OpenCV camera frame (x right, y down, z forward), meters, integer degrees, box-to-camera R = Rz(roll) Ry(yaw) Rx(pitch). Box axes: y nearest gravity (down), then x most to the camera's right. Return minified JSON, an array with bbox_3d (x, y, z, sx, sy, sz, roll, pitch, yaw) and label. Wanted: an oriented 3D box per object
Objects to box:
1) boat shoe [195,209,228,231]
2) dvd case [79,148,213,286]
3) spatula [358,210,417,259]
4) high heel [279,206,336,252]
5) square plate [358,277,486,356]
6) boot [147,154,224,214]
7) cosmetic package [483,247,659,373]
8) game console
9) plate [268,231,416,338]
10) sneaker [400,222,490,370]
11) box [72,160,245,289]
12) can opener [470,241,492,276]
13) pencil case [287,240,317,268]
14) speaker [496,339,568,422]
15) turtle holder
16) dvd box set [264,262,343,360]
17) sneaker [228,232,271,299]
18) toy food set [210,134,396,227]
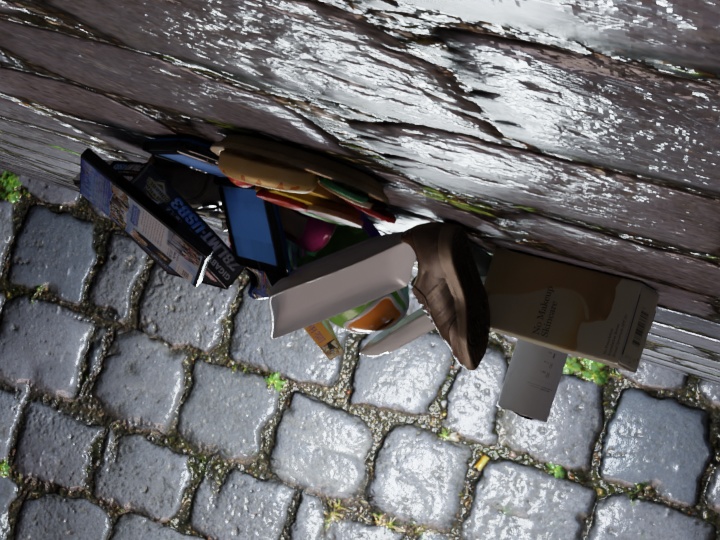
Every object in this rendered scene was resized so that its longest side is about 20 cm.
[{"bbox_3d":[-0.206,-0.091,2.014,0.199,0.064,0.071,18,177,-6],"label":"boat shoe"},{"bbox_3d":[-0.273,-0.064,1.561,0.200,0.018,0.143,39,159,0],"label":"dvd case"},{"bbox_3d":[0.066,-0.016,1.594,0.200,0.021,0.057,35,170,-5],"label":"spatula"},{"bbox_3d":[-0.100,-0.074,1.718,0.096,0.068,0.200,28,170,-20],"label":"high heel"},{"bbox_3d":[0.105,0.060,1.734,0.029,0.199,0.198,60,-166,1],"label":"square plate"},{"bbox_3d":[-0.233,-0.112,1.738,0.146,0.071,0.200,16,178,-16],"label":"boot"},{"bbox_3d":[0.248,0.046,1.498,0.199,0.106,0.071,14,174,33],"label":"cosmetic package"},{"bbox_3d":[-0.175,-0.079,1.484,0.170,0.119,0.200,18,177,-25],"label":"game console"},{"bbox_3d":[-0.026,0.013,1.539,0.199,0.032,0.200,-22,165,-10],"label":"plate"},{"bbox_3d":[0.102,0.028,1.472,0.075,0.201,0.070,6,-146,31],"label":"sneaker"},{"bbox_3d":[-0.271,-0.064,1.656,0.200,0.050,0.198,48,161,-29],"label":"box"},{"bbox_3d":[0.121,-0.012,1.584,0.052,0.067,0.200,15,-179,21],"label":"can opener"},{"bbox_3d":[-0.074,-0.039,1.892,0.085,0.093,0.200,20,178,-16],"label":"pencil case"},{"bbox_3d":[0.269,0.122,1.837,0.081,0.201,0.081,18,177,1],"label":"speaker"},{"bbox_3d":[-0.005,0.010,1.731,0.132,0.141,0.185,39,180,-33],"label":"turtle holder"},{"bbox_3d":[-0.097,0.026,1.766,0.147,0.029,0.200,60,-177,39],"label":"dvd box set"},{"bbox_3d":[-0.171,-0.042,1.866,0.201,0.078,0.075,62,166,-11],"label":"sneaker"},{"bbox_3d":[-0.061,-0.089,1.265,0.197,0.049,0.200,18,177,-19],"label":"toy food set"}]
